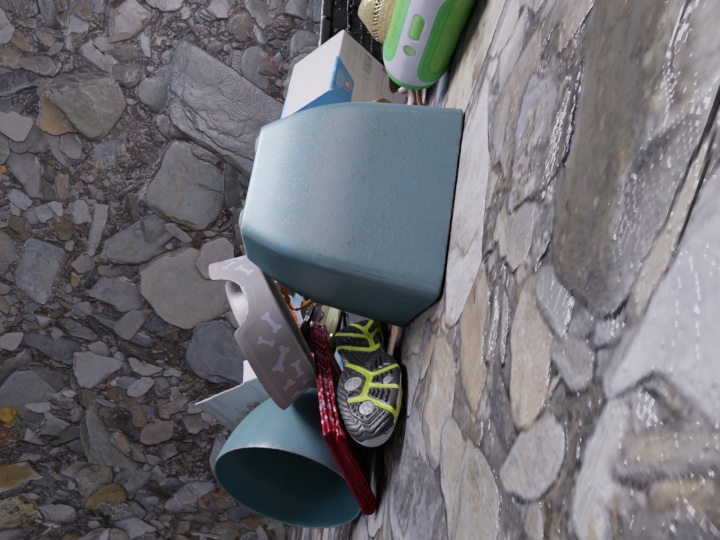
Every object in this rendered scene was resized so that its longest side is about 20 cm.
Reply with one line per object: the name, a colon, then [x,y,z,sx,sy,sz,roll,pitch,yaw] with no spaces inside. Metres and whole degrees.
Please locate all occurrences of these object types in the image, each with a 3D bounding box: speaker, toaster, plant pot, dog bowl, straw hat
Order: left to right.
dog bowl: [-0.114,0.068,0.759,0.200,0.059,0.200,62,175,10]
plant pot: [-0.082,0.242,0.847,0.135,0.199,0.200,-73,-2,-47]
plant pot: [-0.020,-0.064,0.663,0.196,0.199,0.196,118,162,-75]
toaster: [0.028,-0.427,1.063,0.119,0.199,0.181,-82,-3,-74]
straw hat: [0.045,-0.352,0.837,0.201,0.085,0.201,-62,-9,-18]
speaker: [0.077,-0.281,0.662,0.200,0.088,0.089,114,166,-72]

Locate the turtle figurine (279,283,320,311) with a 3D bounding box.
turtle figurine: [-0.018,-0.036,0.790,0.064,0.161,0.201,-137,53,-70]

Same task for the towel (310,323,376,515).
towel: [-0.021,0.171,0.737,0.200,0.022,0.145,-105,-4,-58]

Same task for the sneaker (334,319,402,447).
sneaker: [0.017,0.132,0.701,0.200,0.075,0.077,-95,-15,-64]

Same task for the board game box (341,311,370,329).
board game box: [-0.005,0.121,0.915,0.200,0.034,0.127,139,126,-83]

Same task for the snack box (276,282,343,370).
snack box: [-0.090,0.076,1.032,0.037,0.116,0.201,-59,-40,-68]

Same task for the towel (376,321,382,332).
towel: [0.000,0.000,0.907,0.086,0.018,0.201,96,160,-86]

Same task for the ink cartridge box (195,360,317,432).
ink cartridge box: [-0.121,0.204,0.944,0.200,0.176,0.045,53,-160,-42]

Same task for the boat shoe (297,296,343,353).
boat shoe: [-0.054,0.038,0.909,0.200,0.065,0.073,-83,4,-49]

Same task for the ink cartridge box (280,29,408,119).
ink cartridge box: [-0.009,-0.264,1.024,0.125,0.200,0.129,-18,52,42]

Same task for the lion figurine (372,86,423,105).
lion figurine: [0.023,-0.151,0.803,0.123,0.200,0.072,60,-157,-10]
